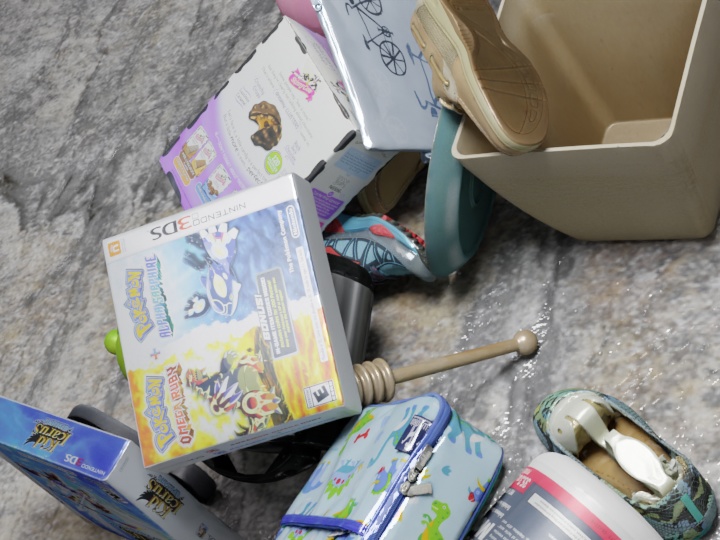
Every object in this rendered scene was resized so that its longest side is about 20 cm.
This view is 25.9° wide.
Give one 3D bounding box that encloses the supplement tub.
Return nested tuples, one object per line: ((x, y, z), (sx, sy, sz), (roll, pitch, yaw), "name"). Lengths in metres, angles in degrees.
((0.121, 0.246, 1.131), (0.200, 0.141, 0.140), (-46, 42, -7), "supplement tub")

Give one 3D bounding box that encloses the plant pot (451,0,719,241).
((0.226, -0.131, 1.342), (0.199, 0.177, 0.201), (-2, 56, 36), "plant pot")

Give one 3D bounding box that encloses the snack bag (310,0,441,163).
((0.037, -0.188, 1.472), (0.021, 0.199, 0.190), (-29, 76, 38), "snack bag")

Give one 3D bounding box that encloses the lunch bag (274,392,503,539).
((0.015, 0.178, 1.180), (0.161, 0.082, 0.200), (-57, 13, -16), "lunch bag")

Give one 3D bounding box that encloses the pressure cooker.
((-0.080, 0.086, 1.373), (0.177, 0.176, 0.202), (9, 79, 0), "pressure cooker")

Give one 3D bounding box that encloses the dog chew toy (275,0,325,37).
((0.002, -0.308, 1.705), (0.199, 0.125, 0.125), (15, 64, 33), "dog chew toy")

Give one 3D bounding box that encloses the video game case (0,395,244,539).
((-0.227, 0.192, 1.399), (0.199, 0.181, 0.046), (12, 63, 41), "video game case")

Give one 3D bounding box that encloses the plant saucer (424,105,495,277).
((0.097, -0.091, 1.402), (0.027, 0.201, 0.201), (11, 60, 15), "plant saucer")

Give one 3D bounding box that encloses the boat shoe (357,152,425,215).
((0.051, -0.140, 1.549), (0.064, 0.071, 0.201), (5, 60, 30), "boat shoe")

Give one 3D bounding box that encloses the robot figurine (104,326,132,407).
((-0.174, 0.041, 1.535), (0.174, 0.116, 0.201), (-17, 47, 31), "robot figurine")

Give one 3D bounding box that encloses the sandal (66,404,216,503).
((-0.220, 0.177, 1.483), (0.199, 0.076, 0.043), (18, 65, 43), "sandal")

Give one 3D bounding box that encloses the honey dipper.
((0.067, 0.081, 1.315), (0.198, 0.038, 0.038), (-11, 33, -28), "honey dipper")

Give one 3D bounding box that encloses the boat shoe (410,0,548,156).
((0.095, -0.161, 1.293), (0.065, 0.071, 0.201), (-57, 40, 38), "boat shoe")

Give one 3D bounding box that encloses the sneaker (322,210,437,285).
((0.000, 0.000, 1.488), (0.199, 0.079, 0.096), (13, 74, 50), "sneaker")

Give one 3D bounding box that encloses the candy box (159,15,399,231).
((-0.082, -0.110, 1.496), (0.200, 0.071, 0.168), (-45, 53, 20), "candy box")

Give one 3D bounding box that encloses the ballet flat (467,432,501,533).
((0.051, 0.217, 1.266), (0.070, 0.067, 0.201), (-3, 49, 42), "ballet flat")

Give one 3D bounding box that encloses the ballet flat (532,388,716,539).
((0.198, 0.135, 1.223), (0.074, 0.074, 0.200), (-48, 42, -8), "ballet flat")

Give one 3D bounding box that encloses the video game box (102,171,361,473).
((-0.108, 0.043, 1.270), (0.181, 0.047, 0.202), (-19, 72, 18), "video game box")
